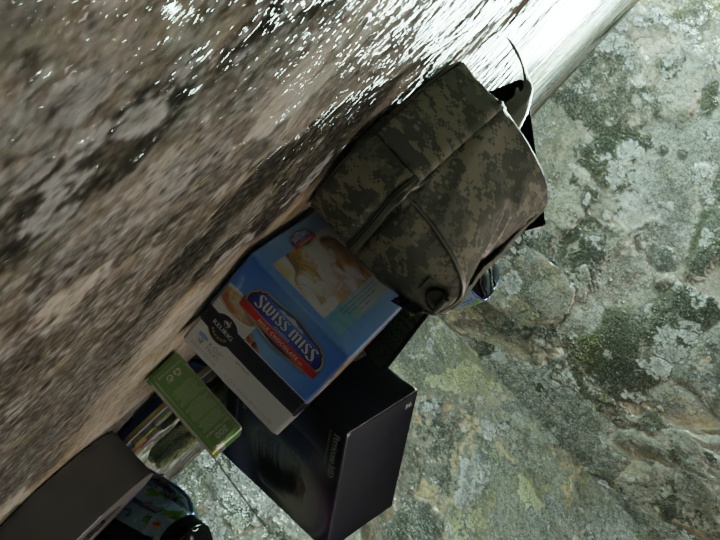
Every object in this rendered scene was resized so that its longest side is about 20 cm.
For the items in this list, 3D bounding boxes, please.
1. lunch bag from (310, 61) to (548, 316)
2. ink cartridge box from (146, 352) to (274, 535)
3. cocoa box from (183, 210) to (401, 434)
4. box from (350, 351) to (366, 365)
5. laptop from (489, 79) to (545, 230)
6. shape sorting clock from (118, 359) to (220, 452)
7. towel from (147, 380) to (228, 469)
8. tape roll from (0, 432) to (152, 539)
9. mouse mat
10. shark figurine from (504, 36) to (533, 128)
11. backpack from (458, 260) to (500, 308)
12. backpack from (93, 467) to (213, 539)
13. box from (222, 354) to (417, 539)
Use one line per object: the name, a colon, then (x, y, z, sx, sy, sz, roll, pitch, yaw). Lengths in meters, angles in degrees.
lunch bag: (0.075, -0.070, 0.955, 0.200, 0.168, 0.139, -42, 176, -39)
ink cartridge box: (-0.143, 0.184, 1.065, 0.048, 0.200, 0.146, -41, 176, -13)
cocoa box: (-0.048, 0.035, 0.994, 0.131, 0.133, 0.200, -46, 177, 33)
box: (-0.063, 0.073, 1.129, 0.199, 0.110, 0.035, -27, 145, -38)
laptop: (0.173, -0.120, 1.272, 0.102, 0.180, 0.200, -7, 172, 11)
shape sorting clock: (-0.223, 0.164, 1.245, 0.200, 0.039, 0.200, -45, 177, -3)
towel: (-0.197, 0.181, 1.335, 0.200, 0.037, 0.148, -38, -174, 41)
tape roll: (-0.321, 0.270, 1.097, 0.200, 0.066, 0.200, -46, 177, -3)
mouse mat: (0.027, -0.010, 1.106, 0.007, 0.201, 0.162, 14, 123, -36)
shark figurine: (0.130, -0.166, 1.091, 0.215, 0.090, 0.128, -46, -155, -12)
backpack: (0.106, -0.041, 1.441, 0.146, 0.202, 0.183, -24, -171, 29)
backpack: (-0.275, 0.327, 1.261, 0.154, 0.198, 0.165, -58, 153, -46)
box: (-0.055, 0.180, 1.191, 0.123, 0.198, 0.202, -27, 139, -39)
